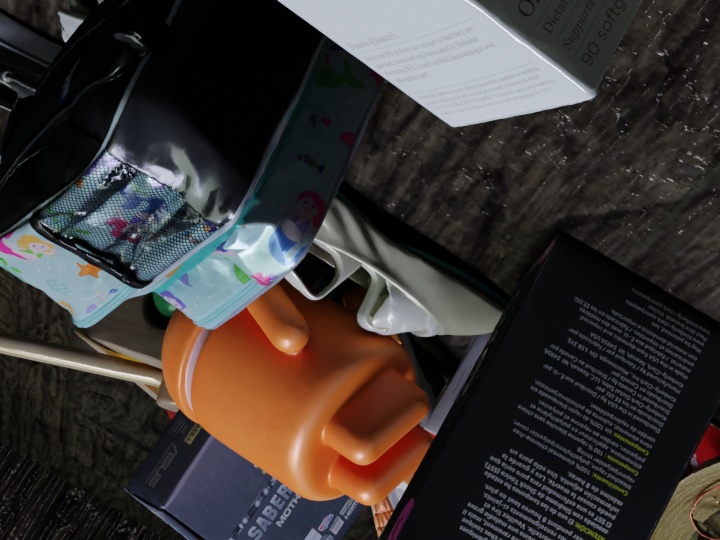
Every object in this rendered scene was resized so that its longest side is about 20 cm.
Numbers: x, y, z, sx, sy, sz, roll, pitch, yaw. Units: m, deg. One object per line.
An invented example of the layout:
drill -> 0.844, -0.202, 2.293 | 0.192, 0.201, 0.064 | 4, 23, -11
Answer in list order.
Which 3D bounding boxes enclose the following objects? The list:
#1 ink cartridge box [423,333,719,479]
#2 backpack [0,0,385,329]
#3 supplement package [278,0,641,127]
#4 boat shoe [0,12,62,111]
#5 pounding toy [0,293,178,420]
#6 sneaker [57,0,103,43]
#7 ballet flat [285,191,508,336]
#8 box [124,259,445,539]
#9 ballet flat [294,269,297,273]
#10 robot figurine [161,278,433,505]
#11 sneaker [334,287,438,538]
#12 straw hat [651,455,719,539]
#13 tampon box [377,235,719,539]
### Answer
ink cartridge box -> 0.155, 0.137, 1.681 | 0.175, 0.084, 0.200 | 22, 164, 25
backpack -> -0.092, -0.062, 1.241 | 0.150, 0.178, 0.200 | 39, 140, -20
supplement package -> 0.008, -0.157, 0.908 | 0.200, 0.117, 0.117 | 34, 166, -18
boat shoe -> -0.198, -0.109, 1.601 | 0.200, 0.057, 0.069 | 28, 166, 8
pounding toy -> -0.121, 0.061, 1.852 | 0.184, 0.142, 0.200 | 16, 160, 43
sneaker -> -0.129, -0.126, 1.406 | 0.080, 0.071, 0.200 | 38, 157, -11
ballet flat -> 0.000, 0.000, 1.562 | 0.200, 0.070, 0.069 | 34, 165, -15
box -> -0.049, 0.112, 1.767 | 0.051, 0.200, 0.158 | 23, 164, 48
ballet flat -> -0.124, -0.043, 1.680 | 0.200, 0.068, 0.075 | 33, 150, -1
robot figurine -> -0.045, 0.067, 1.620 | 0.200, 0.117, 0.144 | 31, -175, 33
sneaker -> 0.027, 0.103, 1.751 | 0.076, 0.201, 0.092 | -14, -170, 21
straw hat -> 0.236, 0.161, 1.576 | 0.201, 0.201, 0.085 | 39, -158, -31
tampon box -> 0.106, 0.109, 1.449 | 0.126, 0.200, 0.150 | 30, 165, 1
